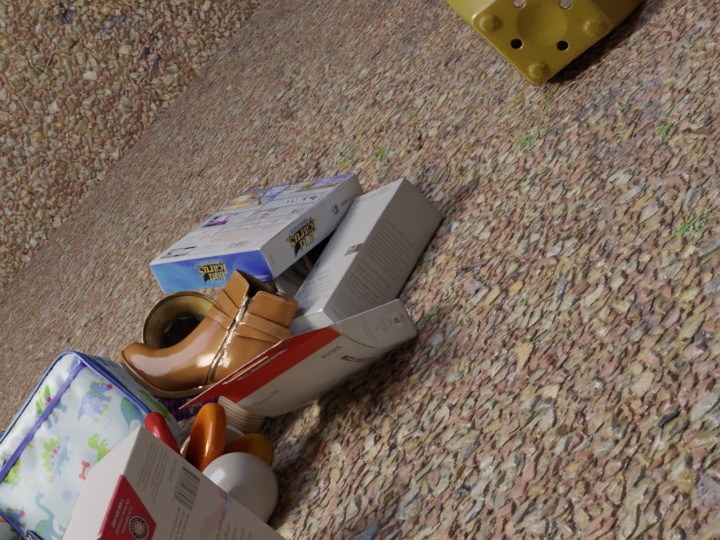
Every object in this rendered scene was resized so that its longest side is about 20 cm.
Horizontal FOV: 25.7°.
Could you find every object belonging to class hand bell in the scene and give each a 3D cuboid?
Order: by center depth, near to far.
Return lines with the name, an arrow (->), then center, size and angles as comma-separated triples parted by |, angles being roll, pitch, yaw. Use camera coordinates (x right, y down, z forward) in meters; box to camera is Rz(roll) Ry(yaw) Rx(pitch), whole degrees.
hand bell -> -0.204, 0.105, 1.922 | 0.104, 0.104, 0.200 | -53, -10, -16

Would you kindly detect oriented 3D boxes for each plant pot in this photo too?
plant pot -> 0.204, -0.325, 1.770 | 0.195, 0.194, 0.201 | -37, 27, 29

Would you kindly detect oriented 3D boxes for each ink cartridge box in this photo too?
ink cartridge box -> -0.154, 0.255, 1.357 | 0.085, 0.200, 0.148 | -38, 20, 27
ink cartridge box -> -0.058, 0.100, 1.553 | 0.162, 0.057, 0.199 | -34, -6, 34

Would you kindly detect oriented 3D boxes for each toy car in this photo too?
toy car -> -0.186, 0.221, 1.579 | 0.200, 0.150, 0.175 | -49, 18, -5

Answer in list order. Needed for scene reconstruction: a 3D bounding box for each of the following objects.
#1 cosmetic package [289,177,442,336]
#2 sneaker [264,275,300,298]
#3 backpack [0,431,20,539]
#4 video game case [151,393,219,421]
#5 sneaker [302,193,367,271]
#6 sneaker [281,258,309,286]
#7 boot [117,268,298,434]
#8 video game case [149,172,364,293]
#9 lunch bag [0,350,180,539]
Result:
cosmetic package -> 0.000, 0.000, 1.736 | 0.101, 0.074, 0.201 | -21, 33, 52
sneaker -> -0.120, 0.094, 1.794 | 0.074, 0.087, 0.201 | -17, 36, 53
backpack -> -0.391, 0.296, 1.819 | 0.152, 0.200, 0.177 | 0, 56, 39
video game case -> -0.272, 0.164, 1.820 | 0.179, 0.036, 0.200 | -9, 0, 16
sneaker -> -0.018, -0.041, 1.863 | 0.082, 0.077, 0.201 | -32, 24, 19
sneaker -> -0.106, 0.026, 1.933 | 0.088, 0.080, 0.201 | -34, 17, 53
boot -> -0.164, 0.071, 1.709 | 0.199, 0.076, 0.157 | 23, 99, 32
video game case -> -0.118, -0.043, 1.837 | 0.199, 0.046, 0.181 | -6, 26, 44
lunch bag -> -0.304, 0.197, 1.681 | 0.201, 0.160, 0.082 | -52, -22, 5
